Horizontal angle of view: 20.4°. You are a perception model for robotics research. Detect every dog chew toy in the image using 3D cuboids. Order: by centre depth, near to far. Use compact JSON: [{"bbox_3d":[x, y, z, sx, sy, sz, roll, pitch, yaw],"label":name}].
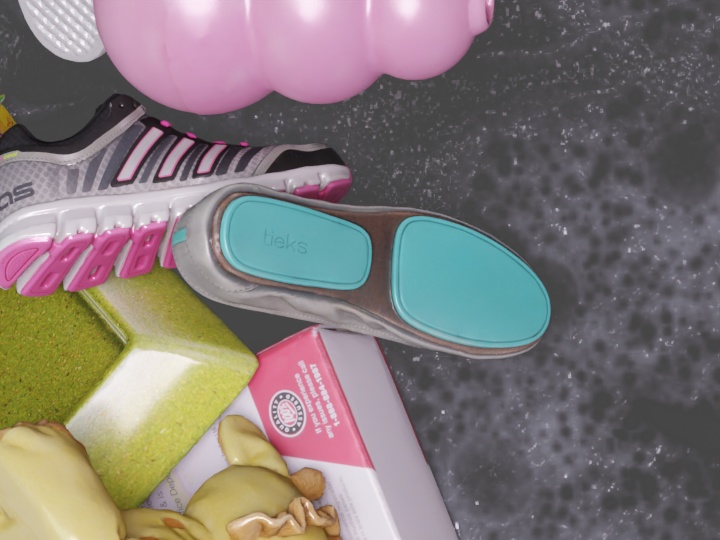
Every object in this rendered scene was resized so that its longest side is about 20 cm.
[{"bbox_3d":[-0.031,-0.139,1.008,0.198,0.124,0.126,4,90,14],"label":"dog chew toy"}]

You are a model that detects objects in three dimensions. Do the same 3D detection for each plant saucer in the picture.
[{"bbox_3d":[-0.175,0.064,1.027,0.200,0.048,0.200,-49,43,0],"label":"plant saucer"}]

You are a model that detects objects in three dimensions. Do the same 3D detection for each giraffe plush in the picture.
[{"bbox_3d":[-0.085,0.140,0.914,0.199,0.161,0.174,-11,92,44],"label":"giraffe plush"}]

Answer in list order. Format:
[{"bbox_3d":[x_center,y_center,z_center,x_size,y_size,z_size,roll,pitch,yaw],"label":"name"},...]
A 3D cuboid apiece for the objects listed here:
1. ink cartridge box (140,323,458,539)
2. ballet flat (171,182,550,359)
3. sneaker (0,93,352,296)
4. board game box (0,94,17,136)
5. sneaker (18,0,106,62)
[{"bbox_3d":[-0.063,0.134,1.026,0.199,0.085,0.149,-27,79,21],"label":"ink cartridge box"},{"bbox_3d":[0.000,0.000,0.983,0.064,0.198,0.068,-16,63,60],"label":"ballet flat"},{"bbox_3d":[-0.100,-0.050,1.008,0.088,0.198,0.074,68,153,23],"label":"sneaker"},{"bbox_3d":[-0.239,-0.024,1.067,0.095,0.201,0.030,-28,117,19],"label":"board game box"},{"bbox_3d":[-0.137,-0.219,1.081,0.075,0.105,0.202,15,124,24],"label":"sneaker"}]
